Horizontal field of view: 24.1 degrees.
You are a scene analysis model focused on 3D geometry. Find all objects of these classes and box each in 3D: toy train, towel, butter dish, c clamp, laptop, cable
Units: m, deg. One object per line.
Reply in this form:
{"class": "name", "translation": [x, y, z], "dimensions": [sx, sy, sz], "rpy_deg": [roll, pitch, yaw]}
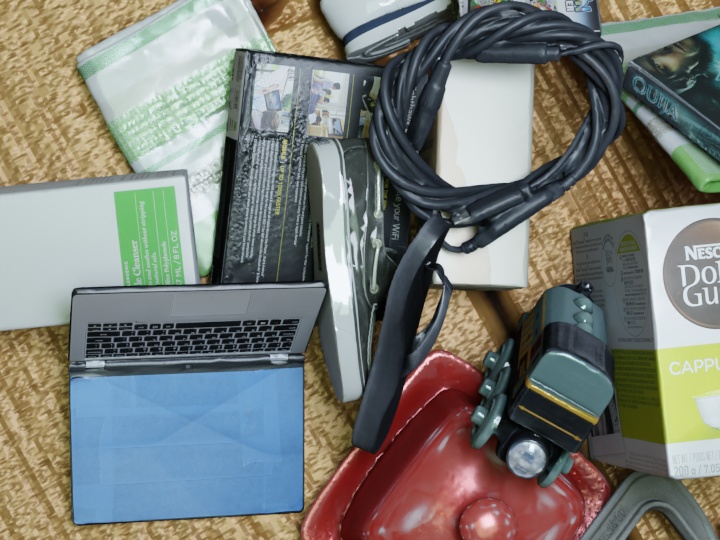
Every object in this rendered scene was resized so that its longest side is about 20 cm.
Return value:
{"class": "toy train", "translation": [0.143, 0.079, 1.263], "dimensions": [0.085, 0.200, 0.114], "rpy_deg": [30, 112, -3]}
{"class": "towel", "translation": [-0.118, -0.116, 1.350], "dimensions": [0.149, 0.031, 0.201], "rpy_deg": [-30, 94, -6]}
{"class": "towel", "translation": [0.272, -0.133, 1.321], "dimensions": [0.148, 0.031, 0.200], "rpy_deg": [-11, 46, -21]}
{"class": "butter dish", "translation": [0.086, 0.192, 1.302], "dimensions": [0.199, 0.148, 0.200], "rpy_deg": [39, 83, -5]}
{"class": "c clamp", "translation": [0.241, 0.250, 1.334], "dimensions": [0.200, 0.027, 0.171], "rpy_deg": [-39, 101, -32]}
{"class": "laptop", "translation": [-0.124, 0.102, 1.275], "dimensions": [0.186, 0.200, 0.117], "rpy_deg": [-2, 65, -12]}
{"class": "cable", "translation": [0.106, -0.119, 1.260], "dimensions": [0.199, 0.051, 0.164], "rpy_deg": [-34, 104, 2]}

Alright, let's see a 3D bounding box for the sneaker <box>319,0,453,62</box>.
{"class": "sneaker", "translation": [0.063, -0.242, 1.357], "dimensions": [0.199, 0.076, 0.081], "rpy_deg": [-24, 81, -10]}

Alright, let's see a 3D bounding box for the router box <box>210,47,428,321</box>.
{"class": "router box", "translation": [-0.034, -0.065, 1.319], "dimensions": [0.148, 0.051, 0.202], "rpy_deg": [5, 98, -16]}

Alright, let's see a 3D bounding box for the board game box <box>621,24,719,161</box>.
{"class": "board game box", "translation": [0.310, -0.112, 1.250], "dimensions": [0.135, 0.028, 0.200], "rpy_deg": [-24, 51, -32]}

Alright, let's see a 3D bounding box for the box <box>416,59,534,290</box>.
{"class": "box", "translation": [0.090, -0.086, 1.341], "dimensions": [0.077, 0.095, 0.202], "rpy_deg": [2, 86, -7]}

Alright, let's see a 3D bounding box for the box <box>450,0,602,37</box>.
{"class": "box", "translation": [0.121, -0.260, 1.314], "dimensions": [0.109, 0.035, 0.201], "rpy_deg": [-1, 66, -4]}

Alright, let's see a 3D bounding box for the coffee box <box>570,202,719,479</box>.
{"class": "coffee box", "translation": [0.291, 0.047, 1.309], "dimensions": [0.198, 0.200, 0.199], "rpy_deg": [-5, 88, -8]}

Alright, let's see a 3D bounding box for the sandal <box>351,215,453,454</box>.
{"class": "sandal", "translation": [0.041, 0.049, 1.268], "dimensions": [0.043, 0.076, 0.201], "rpy_deg": [20, 118, 12]}

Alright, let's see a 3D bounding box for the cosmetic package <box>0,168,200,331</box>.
{"class": "cosmetic package", "translation": [-0.225, -0.015, 1.289], "dimensions": [0.198, 0.085, 0.108], "rpy_deg": [-7, 98, -4]}

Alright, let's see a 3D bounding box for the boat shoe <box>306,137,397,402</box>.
{"class": "boat shoe", "translation": [0.000, 0.000, 1.275], "dimensions": [0.063, 0.071, 0.202], "rpy_deg": [-6, 101, -12]}
